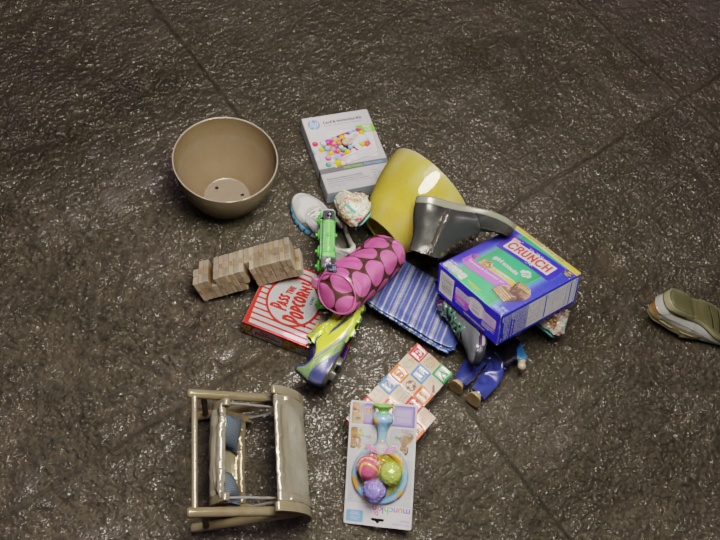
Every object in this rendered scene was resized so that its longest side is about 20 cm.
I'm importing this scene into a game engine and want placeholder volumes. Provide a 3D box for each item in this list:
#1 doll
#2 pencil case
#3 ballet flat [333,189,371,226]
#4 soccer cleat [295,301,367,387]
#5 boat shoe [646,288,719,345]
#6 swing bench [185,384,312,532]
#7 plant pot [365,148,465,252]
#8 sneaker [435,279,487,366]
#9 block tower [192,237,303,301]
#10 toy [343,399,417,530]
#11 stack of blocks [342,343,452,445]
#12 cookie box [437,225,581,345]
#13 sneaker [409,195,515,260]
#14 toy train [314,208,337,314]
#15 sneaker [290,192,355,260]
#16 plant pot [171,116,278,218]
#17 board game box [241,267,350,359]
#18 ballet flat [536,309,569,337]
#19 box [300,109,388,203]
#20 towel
[{"bbox_3d":[0.246,0.157,1.355,0.136,0.049,0.200,34,60,21],"label":"doll"},{"bbox_3d":[0.000,0.000,1.287,0.093,0.092,0.200,15,27,26],"label":"pencil case"},{"bbox_3d":[-0.019,-0.129,1.392,0.064,0.200,0.076,39,90,-10],"label":"ballet flat"},{"bbox_3d":[-0.049,0.110,1.271,0.083,0.065,0.201,22,59,7],"label":"soccer cleat"},{"bbox_3d":[0.665,0.100,1.445,0.199,0.068,0.075,29,53,-17],"label":"boat shoe"},{"bbox_3d":[-0.177,0.301,1.160,0.198,0.130,0.201,-2,61,-11],"label":"swing bench"},{"bbox_3d":[0.091,-0.117,1.414,0.200,0.200,0.142,42,77,15],"label":"plant pot"},{"bbox_3d":[0.181,0.095,1.331,0.087,0.075,0.201,7,40,-5],"label":"sneaker"},{"bbox_3d":[-0.207,-0.003,1.327,0.198,0.058,0.054,-14,51,7],"label":"block tower"},{"bbox_3d":[0.030,0.318,1.173,0.114,0.047,0.202,3,83,12],"label":"toy"},{"bbox_3d":[0.077,0.241,1.274,0.115,0.059,0.200,40,62,13],"label":"stack of blocks"},{"bbox_3d":[0.269,0.022,1.309,0.199,0.076,0.171,-24,47,-26],"label":"cookie box"},{"bbox_3d":[0.183,-0.064,1.319,0.198,0.075,0.107,12,90,-12],"label":"sneaker"},{"bbox_3d":[-0.062,-0.022,1.325,0.041,0.056,0.202,2,75,-8],"label":"toy train"},{"bbox_3d":[-0.067,-0.092,1.423,0.075,0.087,0.200,-34,70,-22],"label":"sneaker"},{"bbox_3d":[-0.263,-0.179,1.411,0.198,0.135,0.202,4,60,-7],"label":"plant pot"},{"bbox_3d":[-0.101,0.078,1.344,0.198,0.046,0.152,20,59,2],"label":"board game box"},{"bbox_3d":[0.320,0.051,1.399,0.199,0.076,0.064,36,103,12],"label":"ballet flat"},{"bbox_3d":[-0.028,-0.249,1.544,0.154,0.041,0.201,-12,62,-16],"label":"box"},{"bbox_3d":[0.113,0.057,1.377,0.199,0.024,0.145,31,50,-2],"label":"towel"}]
